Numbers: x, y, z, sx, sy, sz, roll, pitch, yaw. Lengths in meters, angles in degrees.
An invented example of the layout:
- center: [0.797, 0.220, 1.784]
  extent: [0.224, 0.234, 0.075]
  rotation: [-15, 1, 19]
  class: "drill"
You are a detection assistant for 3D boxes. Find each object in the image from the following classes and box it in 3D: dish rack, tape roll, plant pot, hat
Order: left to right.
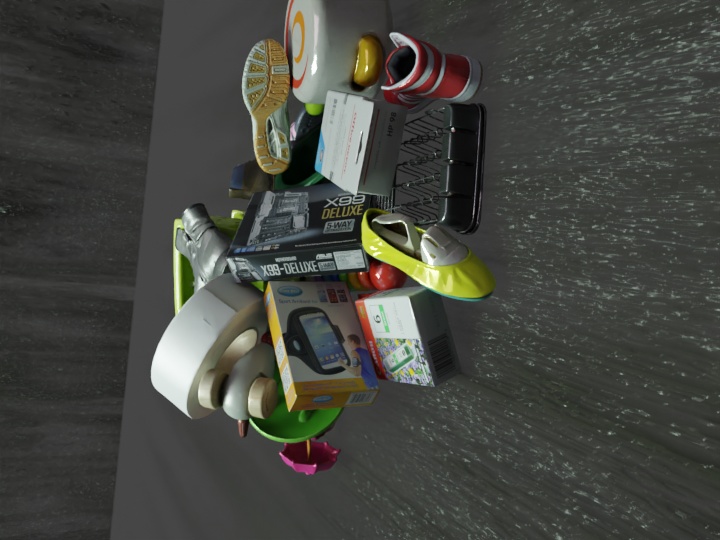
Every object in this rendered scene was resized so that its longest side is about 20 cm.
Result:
- center: [-0.205, 0.108, 0.934]
  extent: [0.070, 0.202, 0.206]
  rotation: [32, 121, 15]
  class: "tape roll"
- center: [-0.190, 0.005, 1.117]
  extent: [0.195, 0.181, 0.204]
  rotation: [12, 110, 23]
  class: "plant pot"
- center: [-0.033, -0.128, 1.079]
  extent: [0.199, 0.176, 0.167]
  rotation: [-37, 33, 13]
  class: "hat"
- center: [0.079, -0.122, 0.833]
  extent: [0.199, 0.053, 0.158]
  rotation: [-2, 82, 63]
  class: "dish rack"

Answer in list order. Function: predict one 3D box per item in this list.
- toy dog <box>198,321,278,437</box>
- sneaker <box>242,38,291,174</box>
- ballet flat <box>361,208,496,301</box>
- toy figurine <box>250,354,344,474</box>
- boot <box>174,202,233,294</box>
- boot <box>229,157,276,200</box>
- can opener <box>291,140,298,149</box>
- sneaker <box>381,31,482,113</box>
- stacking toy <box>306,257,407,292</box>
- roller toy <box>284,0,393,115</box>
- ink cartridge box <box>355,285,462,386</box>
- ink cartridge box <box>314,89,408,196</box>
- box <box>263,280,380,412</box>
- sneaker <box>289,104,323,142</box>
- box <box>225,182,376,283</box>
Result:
- center: [-0.134, 0.147, 0.889]
  extent: [0.130, 0.199, 0.098]
  rotation: [23, 127, 31]
  class: "toy dog"
- center: [-0.148, -0.261, 1.033]
  extent: [0.088, 0.073, 0.205]
  rotation: [-110, 20, -67]
  class: "sneaker"
- center: [0.071, -0.026, 0.760]
  extent: [0.198, 0.066, 0.068]
  rotation: [26, 139, 42]
  class: "ballet flat"
- center: [-0.074, 0.218, 0.987]
  extent: [0.187, 0.147, 0.202]
  rotation: [84, -153, -45]
  class: "toy figurine"
- center: [-0.245, 0.005, 1.014]
  extent: [0.132, 0.069, 0.202]
  rotation: [44, 123, 24]
  class: "boot"
- center: [-0.188, -0.186, 1.167]
  extent: [0.202, 0.094, 0.076]
  rotation: [-106, 22, -52]
  class: "boot"
- center: [-0.121, -0.138, 1.172]
  extent: [0.067, 0.051, 0.204]
  rotation: [48, 137, 48]
  class: "can opener"
- center: [0.055, -0.251, 0.833]
  extent: [0.199, 0.110, 0.073]
  rotation: [14, 97, 61]
  class: "sneaker"
- center: [0.000, 0.000, 0.944]
  extent: [0.198, 0.084, 0.088]
  rotation: [8, 92, 55]
  class: "stacking toy"
- center: [-0.030, -0.348, 0.981]
  extent: [0.199, 0.136, 0.188]
  rotation: [163, 102, -69]
  class: "roller toy"
- center: [0.041, 0.083, 0.834]
  extent: [0.199, 0.049, 0.112]
  rotation: [-9, 99, 61]
  class: "ink cartridge box"
- center: [0.002, -0.169, 0.863]
  extent: [0.200, 0.065, 0.119]
  rotation: [-135, 54, -64]
  class: "ink cartridge box"
- center: [-0.057, 0.084, 0.860]
  extent: [0.042, 0.116, 0.203]
  rotation: [-61, 38, 44]
  class: "box"
- center: [-0.102, -0.258, 1.171]
  extent: [0.201, 0.069, 0.083]
  rotation: [-56, 42, 39]
  class: "sneaker"
- center: [-0.075, -0.058, 0.922]
  extent: [0.160, 0.195, 0.051]
  rotation: [-79, -21, -48]
  class: "box"
